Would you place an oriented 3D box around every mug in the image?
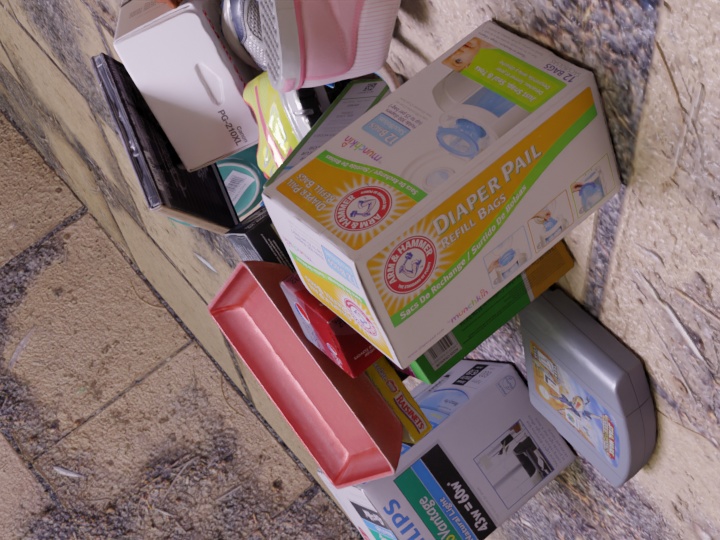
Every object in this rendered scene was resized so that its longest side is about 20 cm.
[{"bbox_3d":[-0.170,-0.132,1.480,0.186,0.151,0.115,77,169,-51],"label":"mug"}]

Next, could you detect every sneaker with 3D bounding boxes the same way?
[{"bbox_3d":[-0.024,-0.234,0.990,0.075,0.104,0.202,174,89,-77],"label":"sneaker"},{"bbox_3d":[-0.050,-0.186,1.198,0.085,0.077,0.200,27,160,40],"label":"sneaker"},{"bbox_3d":[-0.045,-0.087,1.173,0.090,0.078,0.202,-4,109,37],"label":"sneaker"}]

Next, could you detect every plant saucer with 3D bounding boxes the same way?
[{"bbox_3d":[-0.043,0.084,1.119,0.200,0.037,0.200,54,160,2],"label":"plant saucer"}]

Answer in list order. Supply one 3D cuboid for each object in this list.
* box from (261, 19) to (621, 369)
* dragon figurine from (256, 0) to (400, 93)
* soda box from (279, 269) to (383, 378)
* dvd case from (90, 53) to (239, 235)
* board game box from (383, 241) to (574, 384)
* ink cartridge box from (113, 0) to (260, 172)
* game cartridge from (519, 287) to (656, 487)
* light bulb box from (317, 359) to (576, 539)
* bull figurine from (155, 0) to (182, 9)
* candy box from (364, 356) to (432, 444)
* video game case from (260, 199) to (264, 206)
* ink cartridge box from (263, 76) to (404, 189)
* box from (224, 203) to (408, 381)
[{"bbox_3d":[0.055,-0.052,0.877,0.112,0.200,0.102,38,160,45],"label":"box"},{"bbox_3d":[-0.018,-0.188,1.078,0.201,0.059,0.099,53,166,3],"label":"dragon figurine"},{"bbox_3d":[0.043,-0.014,1.010,0.070,0.200,0.064,37,158,45],"label":"soda box"},{"bbox_3d":[-0.176,-0.110,1.256,0.150,0.016,0.200,67,-168,11],"label":"dvd case"},{"bbox_3d":[0.065,0.016,1.115,0.040,0.153,0.200,56,167,-16],"label":"board game box"},{"bbox_3d":[-0.153,-0.208,1.256,0.201,0.084,0.145,-97,-19,-57],"label":"ink cartridge box"},{"bbox_3d":[0.195,0.105,1.157,0.133,0.041,0.201,49,166,33],"label":"game cartridge"},{"bbox_3d":[0.084,0.203,1.413,0.125,0.200,0.198,54,166,-7],"label":"light bulb box"},{"bbox_3d":[-0.167,-0.310,1.162,0.201,0.065,0.122,-102,0,-47],"label":"bull figurine"},{"bbox_3d":[-0.012,0.095,1.163,0.103,0.026,0.200,57,161,-11],"label":"candy box"},{"bbox_3d":[-0.003,-0.008,1.416,0.200,0.018,0.143,45,160,-28],"label":"video game case"},{"bbox_3d":[-0.013,-0.056,1.092,0.059,0.200,0.104,0,131,38],"label":"ink cartridge box"},{"bbox_3d":[0.000,0.000,1.264,0.201,0.163,0.086,55,166,-12],"label":"box"}]
